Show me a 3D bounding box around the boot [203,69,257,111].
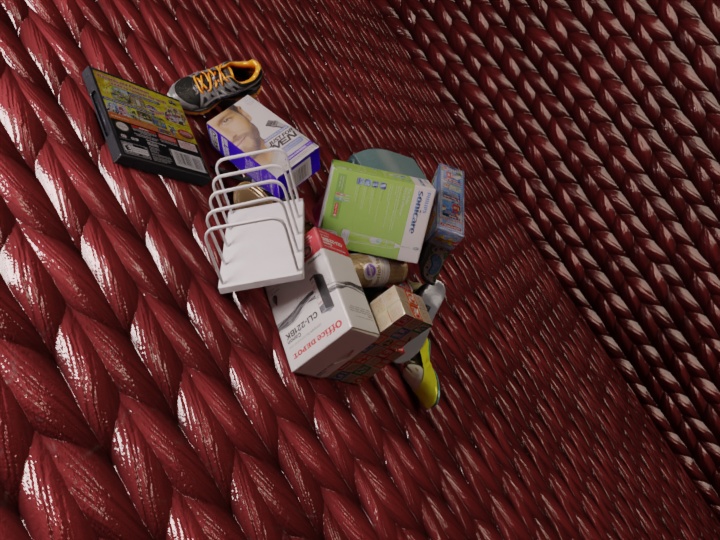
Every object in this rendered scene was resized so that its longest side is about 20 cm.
[{"bbox_3d":[-0.245,-0.291,1.424,0.180,0.072,0.203,22,46,-48],"label":"boot"}]

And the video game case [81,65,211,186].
[{"bbox_3d":[-0.355,-0.238,1.185,0.199,0.025,0.183,9,51,-58],"label":"video game case"}]

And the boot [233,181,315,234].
[{"bbox_3d":[-0.151,-0.092,1.338,0.201,0.073,0.155,51,17,-7],"label":"boot"}]

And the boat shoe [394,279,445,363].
[{"bbox_3d":[0.113,0.108,1.476,0.068,0.056,0.202,37,72,-12],"label":"boat shoe"}]

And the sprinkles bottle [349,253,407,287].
[{"bbox_3d":[0.000,0.000,1.331,0.197,0.068,0.069,-4,59,-42],"label":"sprinkles bottle"}]

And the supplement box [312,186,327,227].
[{"bbox_3d":[0.010,-0.098,1.450,0.198,0.102,0.104,29,18,-23],"label":"supplement box"}]

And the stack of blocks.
[{"bbox_3d":[0.027,0.117,1.221,0.114,0.199,0.059,21,38,-48],"label":"stack of blocks"}]

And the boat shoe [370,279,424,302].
[{"bbox_3d":[0.073,0.059,1.510,0.064,0.073,0.198,26,18,30],"label":"boat shoe"}]

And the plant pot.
[{"bbox_3d":[0.035,-0.158,1.594,0.198,0.197,0.197,18,33,-44],"label":"plant pot"}]

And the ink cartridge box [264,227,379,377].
[{"bbox_3d":[-0.071,0.056,1.186,0.083,0.144,0.203,18,42,-51],"label":"ink cartridge box"}]

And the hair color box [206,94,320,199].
[{"bbox_3d":[-0.180,-0.231,1.306,0.199,0.109,0.065,37,-28,24],"label":"hair color box"}]

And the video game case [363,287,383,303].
[{"bbox_3d":[-0.009,0.023,1.497,0.184,0.023,0.200,56,23,2],"label":"video game case"}]

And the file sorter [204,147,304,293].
[{"bbox_3d":[-0.170,-0.085,1.140,0.202,0.136,0.126,-95,174,-48],"label":"file sorter"}]

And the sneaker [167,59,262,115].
[{"bbox_3d":[-0.275,-0.360,1.347,0.198,0.077,0.079,-26,83,-28],"label":"sneaker"}]

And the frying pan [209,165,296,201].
[{"bbox_3d":[-0.192,-0.161,1.354,0.187,0.031,0.115,26,-4,-3],"label":"frying pan"}]

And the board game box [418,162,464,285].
[{"bbox_3d":[0.157,-0.084,1.440,0.060,0.203,0.201,17,30,-7],"label":"board game box"}]

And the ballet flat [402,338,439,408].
[{"bbox_3d":[0.117,0.203,1.464,0.066,0.067,0.202,21,32,-16],"label":"ballet flat"}]

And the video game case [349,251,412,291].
[{"bbox_3d":[0.007,-0.020,1.461,0.197,0.018,0.144,22,21,-22],"label":"video game case"}]

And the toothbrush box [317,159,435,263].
[{"bbox_3d":[0.027,-0.111,1.331,0.196,0.149,0.086,11,18,-7],"label":"toothbrush box"}]
